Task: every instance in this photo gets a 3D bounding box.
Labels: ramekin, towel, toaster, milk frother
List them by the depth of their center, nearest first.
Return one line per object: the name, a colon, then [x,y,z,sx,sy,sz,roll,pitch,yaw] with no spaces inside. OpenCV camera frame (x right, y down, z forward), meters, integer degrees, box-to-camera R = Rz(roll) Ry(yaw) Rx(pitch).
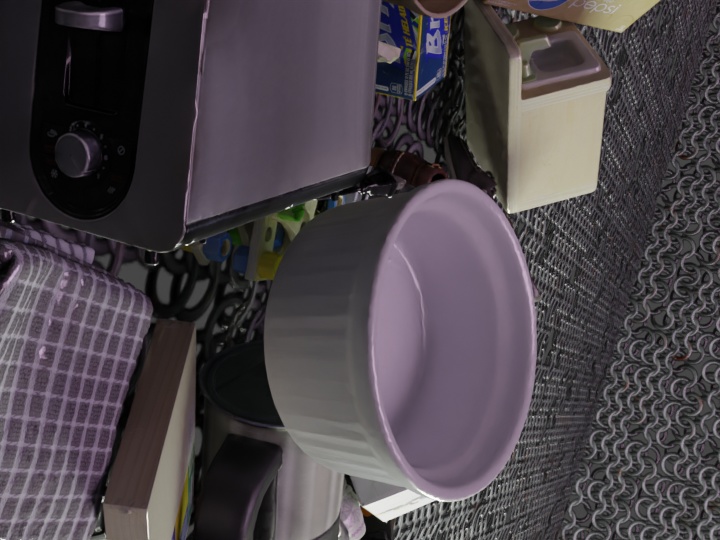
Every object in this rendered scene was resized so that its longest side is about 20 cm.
toaster: [-0.093,-0.092,0.470,0.200,0.180,0.119,-26,128,-60]
towel: [-0.182,0.074,0.504,0.166,0.085,0.201,31,76,-68]
ramekin: [0.027,0.044,0.695,0.200,0.097,0.202,4,85,-54]
milk frother: [-0.024,0.178,0.777,0.181,0.199,0.189,-96,-170,-63]

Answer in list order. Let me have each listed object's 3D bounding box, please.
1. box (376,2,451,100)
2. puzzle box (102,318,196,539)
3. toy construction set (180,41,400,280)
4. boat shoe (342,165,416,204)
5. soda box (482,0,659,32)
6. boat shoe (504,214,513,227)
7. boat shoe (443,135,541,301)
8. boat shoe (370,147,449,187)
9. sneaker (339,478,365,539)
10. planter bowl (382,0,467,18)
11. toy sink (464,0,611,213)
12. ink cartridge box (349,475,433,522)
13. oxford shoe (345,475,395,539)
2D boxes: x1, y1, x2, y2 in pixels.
box: [0.035,-0.242,0.832,0.070,0.064,0.201,-45,144,-51]
puzzle box: [-0.127,0.145,0.658,0.134,0.025,0.201,-84,-177,-46]
toy construction set: [-0.044,-0.086,0.732,0.201,0.092,0.131,-62,158,1]
boat shoe: [0.000,0.000,0.862,0.200,0.071,0.072,106,6,-51]
soda box: [0.207,-0.295,1.057,0.199,0.068,0.064,2,64,-35]
boat shoe: [0.071,-0.002,0.969,0.072,0.068,0.200,-29,-162,53]
boat shoe: [0.134,-0.050,1.095,0.067,0.057,0.201,55,20,-73]
boat shoe: [0.062,-0.065,1.019,0.200,0.070,0.071,19,84,-70]
sneaker: [-0.036,0.178,0.911,0.075,0.099,0.201,-45,143,-47]
planter bowl: [0.006,-0.268,0.648,0.200,0.134,0.201,-49,149,-45]
toy sink: [0.179,-0.184,1.086,0.131,0.111,0.201,-113,-169,-45]
ink cartridge box: [0.023,0.162,0.978,0.200,0.067,0.116,68,1,-71]
oxford shoe: [0.013,0.263,1.131,0.084,0.072,0.201,-15,120,-70]
